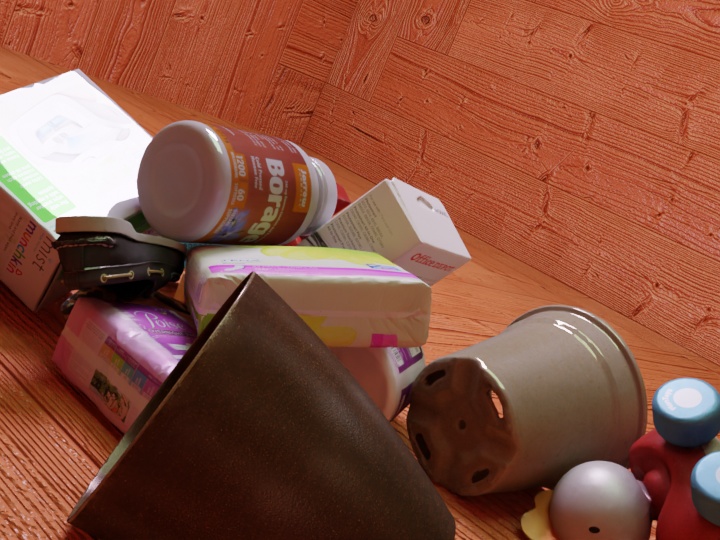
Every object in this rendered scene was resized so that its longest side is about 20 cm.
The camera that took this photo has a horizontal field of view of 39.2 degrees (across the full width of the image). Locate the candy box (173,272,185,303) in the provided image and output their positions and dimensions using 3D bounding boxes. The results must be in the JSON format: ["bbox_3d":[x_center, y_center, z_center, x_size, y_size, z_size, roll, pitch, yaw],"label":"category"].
[{"bbox_3d":[-0.120,0.048,1.191,0.116,0.057,0.200,27,12,21],"label":"candy box"}]

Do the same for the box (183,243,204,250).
[{"bbox_3d":[-0.188,-0.026,1.223,0.199,0.049,0.082,2,2,21],"label":"box"}]

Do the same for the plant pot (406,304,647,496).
[{"bbox_3d":[0.152,0.142,1.010,0.183,0.201,0.200,-5,28,-46],"label":"plant pot"}]

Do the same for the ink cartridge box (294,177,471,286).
[{"bbox_3d":[0.000,0.000,1.092,0.146,0.200,0.085,12,46,-62],"label":"ink cartridge box"}]

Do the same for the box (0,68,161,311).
[{"bbox_3d":[-0.294,-0.083,0.982,0.176,0.097,0.200,43,36,6],"label":"box"}]

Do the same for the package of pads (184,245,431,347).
[{"bbox_3d":[-0.054,0.021,0.906,0.199,0.069,0.154,3,10,-16],"label":"package of pads"}]

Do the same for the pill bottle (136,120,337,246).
[{"bbox_3d":[-0.113,-0.080,0.998,0.112,0.113,0.200,29,15,30],"label":"pill bottle"}]

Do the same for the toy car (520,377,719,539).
[{"bbox_3d":[0.248,0.229,0.915,0.199,0.185,0.177,-15,36,3],"label":"toy car"}]

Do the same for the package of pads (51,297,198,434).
[{"bbox_3d":[-0.147,0.097,0.823,0.200,0.076,0.120,31,10,38],"label":"package of pads"}]

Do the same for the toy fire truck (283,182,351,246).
[{"bbox_3d":[-0.063,-0.057,1.208,0.200,0.049,0.142,17,45,-60],"label":"toy fire truck"}]

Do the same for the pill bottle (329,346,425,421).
[{"bbox_3d":[0.005,0.102,1.031,0.112,0.113,0.200,25,10,12],"label":"pill bottle"}]

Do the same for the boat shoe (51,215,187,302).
[{"bbox_3d":[-0.206,-0.003,0.881,0.071,0.061,0.201,-3,-7,12],"label":"boat shoe"}]

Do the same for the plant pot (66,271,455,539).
[{"bbox_3d":[-0.044,0.134,0.636,0.200,0.187,0.187,37,9,-7],"label":"plant pot"}]

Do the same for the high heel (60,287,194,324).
[{"bbox_3d":[-0.178,0.058,0.946,0.142,0.072,0.200,20,-1,19],"label":"high heel"}]
